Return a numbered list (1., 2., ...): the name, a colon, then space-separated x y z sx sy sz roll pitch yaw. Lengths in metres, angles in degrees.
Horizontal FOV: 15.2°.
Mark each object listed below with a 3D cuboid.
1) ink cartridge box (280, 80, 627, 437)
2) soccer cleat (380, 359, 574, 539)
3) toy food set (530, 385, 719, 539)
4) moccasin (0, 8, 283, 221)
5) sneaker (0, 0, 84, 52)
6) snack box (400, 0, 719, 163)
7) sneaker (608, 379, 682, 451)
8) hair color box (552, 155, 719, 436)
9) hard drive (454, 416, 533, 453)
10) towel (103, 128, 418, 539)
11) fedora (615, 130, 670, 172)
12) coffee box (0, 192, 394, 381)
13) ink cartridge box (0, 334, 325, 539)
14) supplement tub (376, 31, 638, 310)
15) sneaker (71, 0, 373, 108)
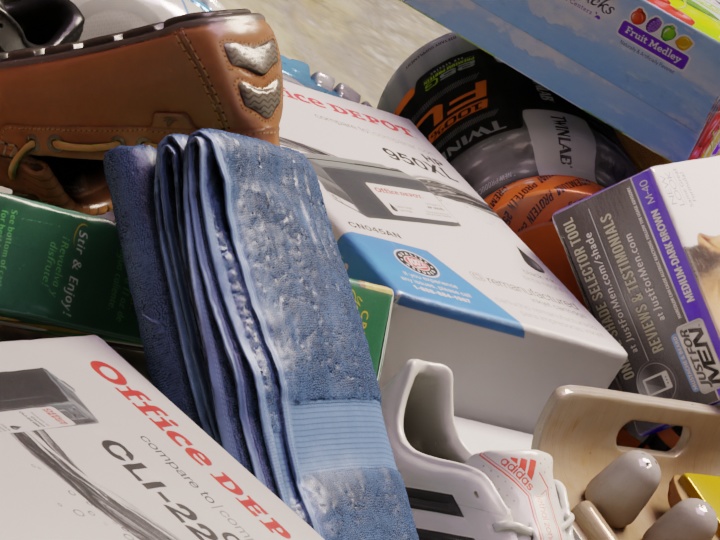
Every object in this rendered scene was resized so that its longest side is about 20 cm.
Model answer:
1. ink cartridge box: 0.000 0.000 1.195 0.145 0.084 0.200 15 24 -41
2. soccer cleat: 0.056 0.113 0.989 0.069 0.085 0.200 12 27 -47
3. toy food set: 0.170 0.129 1.091 0.143 0.060 0.200 10 38 -46
4. moccasin: -0.112 -0.050 1.055 0.201 0.078 0.074 -8 2 32
5. sneaker: -0.198 -0.108 1.158 0.071 0.083 0.200 43 21 32
6. snack box: 0.131 -0.120 1.341 0.169 0.068 0.200 32 13 15
7. sneaker: 0.173 0.070 1.335 0.112 0.078 0.200 34 28 -6
8. hair color box: 0.182 0.003 1.261 0.200 0.065 0.109 -12 78 -52
9. hard drive: 0.110 0.123 1.127 0.200 0.027 0.132 15 31 -41
10. towel: -0.024 0.050 0.918 0.112 0.049 0.200 9 63 -64
11. fedora: 0.146 -0.067 1.491 0.082 0.201 0.201 -16 47 -39
12. coffee box: -0.098 0.005 1.008 0.200 0.044 0.123 14 -6 -43
13. ink cartridge box: -0.103 0.096 0.779 0.144 0.084 0.200 40 18 22
14. supplement tub: 0.077 -0.037 1.357 0.123 0.123 0.200 25 18 -19
15. sneaker: -0.068 -0.080 1.322 0.200 0.075 0.087 24 25 -23
